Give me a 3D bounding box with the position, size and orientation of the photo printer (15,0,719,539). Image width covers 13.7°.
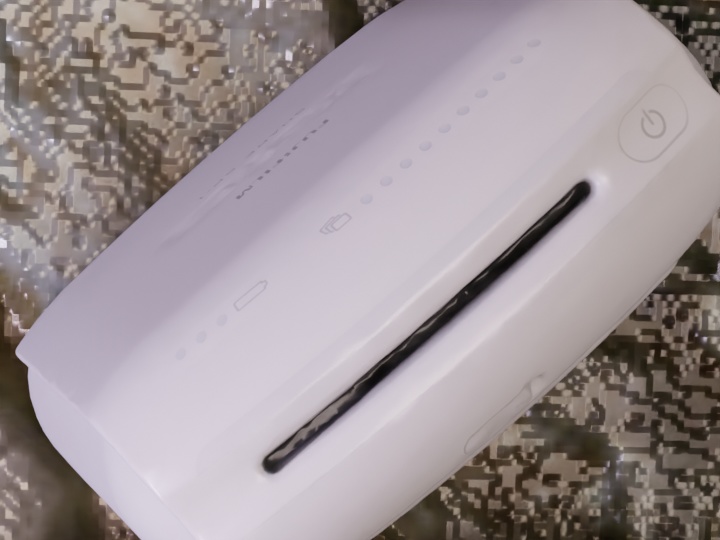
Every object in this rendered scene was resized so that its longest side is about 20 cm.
[{"bbox_3d":[0.000,0.000,0.720,0.166,0.200,0.070,-41,101,-6],"label":"photo printer"}]
